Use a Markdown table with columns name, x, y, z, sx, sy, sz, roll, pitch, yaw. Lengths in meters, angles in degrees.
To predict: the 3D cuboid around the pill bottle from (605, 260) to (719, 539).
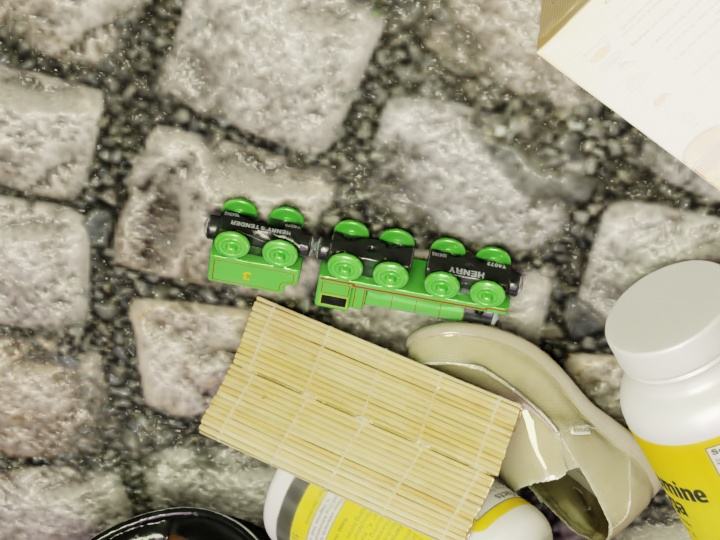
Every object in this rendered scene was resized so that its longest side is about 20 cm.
| name | x | y | z | sx | sy | sz | roll | pitch | yaw |
| --- | --- | --- | --- | --- | --- | --- | --- | --- | --- |
| pill bottle | 0.228 | 0.095 | 1.577 | 0.112 | 0.113 | 0.200 | -19 | 121 | 21 |

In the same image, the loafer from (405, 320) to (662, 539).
| name | x | y | z | sx | sy | sz | roll | pitch | yaw |
| --- | --- | --- | --- | --- | --- | --- | --- | --- | --- |
| loafer | 0.108 | 0.103 | 1.617 | 0.200 | 0.068 | 0.076 | 35 | 147 | -17 |

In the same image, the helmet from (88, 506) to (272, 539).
| name | x | y | z | sx | sy | sz | roll | pitch | yaw |
| --- | --- | --- | --- | --- | --- | --- | --- | --- | --- |
| helmet | -0.110 | 0.262 | 1.708 | 0.199 | 0.201 | 0.191 | -2 | 148 | 11 |

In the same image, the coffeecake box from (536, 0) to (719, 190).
| name | x | y | z | sx | sy | sz | roll | pitch | yaw |
| --- | --- | --- | --- | --- | --- | --- | --- | --- | --- |
| coffeecake box | 0.224 | -0.130 | 1.433 | 0.200 | 0.073 | 0.154 | 35 | 124 | -17 |

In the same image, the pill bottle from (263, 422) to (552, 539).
| name | x | y | z | sx | sy | sz | roll | pitch | yaw |
| --- | --- | --- | --- | --- | --- | --- | --- | --- | --- |
| pill bottle | 0.047 | 0.174 | 1.611 | 0.200 | 0.114 | 0.115 | 34 | 133 | 26 |

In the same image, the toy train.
| name | x | y | z | sx | sy | sz | roll | pitch | yaw |
| --- | --- | --- | --- | --- | --- | --- | --- | --- | --- |
| toy train | 0.000 | 0.000 | 1.588 | 0.199 | 0.042 | 0.056 | 11 | 138 | 0 |

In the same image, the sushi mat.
| name | x | y | z | sx | sy | sz | roll | pitch | yaw |
| --- | --- | --- | --- | --- | --- | --- | --- | --- | --- |
| sushi mat | -0.001 | 0.093 | 1.585 | 0.200 | 0.096 | 0.012 | 22 | 170 | 26 |
